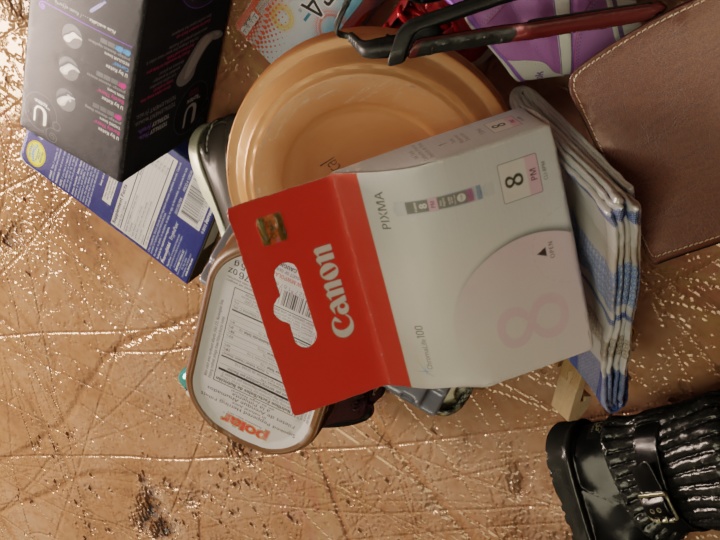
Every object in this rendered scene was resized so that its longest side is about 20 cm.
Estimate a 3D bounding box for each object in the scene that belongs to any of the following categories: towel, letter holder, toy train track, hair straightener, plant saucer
[{"bbox_3d":[0.141,-0.012,0.807,0.200,0.024,0.147,81,163,-44],"label":"towel"},{"bbox_3d":[0.246,-0.111,0.713,0.200,0.101,0.142,-21,102,39],"label":"letter holder"},{"bbox_3d":[0.181,0.020,0.870,0.115,0.033,0.200,47,135,49],"label":"toy train track"},{"bbox_3d":[0.077,-0.172,0.716,0.200,0.041,0.077,-8,96,16],"label":"hair straightener"},{"bbox_3d":[0.008,-0.061,0.794,0.200,0.032,0.200,3,116,7],"label":"plant saucer"}]

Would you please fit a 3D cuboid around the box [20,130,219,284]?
[{"bbox_3d":[-0.206,-0.091,1.052,0.200,0.032,0.121,35,129,8],"label":"box"}]

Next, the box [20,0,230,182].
[{"bbox_3d":[-0.177,-0.191,0.916,0.106,0.122,0.200,29,128,15],"label":"box"}]

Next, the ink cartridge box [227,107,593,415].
[{"bbox_3d":[0.037,0.006,0.751,0.057,0.200,0.163,-131,23,-62],"label":"ink cartridge box"}]

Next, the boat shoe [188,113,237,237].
[{"bbox_3d":[-0.073,-0.032,0.974,0.061,0.072,0.201,-12,108,48],"label":"boat shoe"}]

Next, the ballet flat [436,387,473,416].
[{"bbox_3d":[0.056,0.029,0.932,0.072,0.072,0.200,5,120,30],"label":"ballet flat"}]

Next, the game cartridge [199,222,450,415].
[{"bbox_3d":[0.000,0.000,0.872,0.200,0.041,0.133,30,88,6],"label":"game cartridge"}]

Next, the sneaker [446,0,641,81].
[{"bbox_3d":[0.098,-0.213,0.737,0.114,0.073,0.201,-15,109,10],"label":"sneaker"}]

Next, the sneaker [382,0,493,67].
[{"bbox_3d":[0.033,-0.143,0.816,0.078,0.116,0.200,36,130,10],"label":"sneaker"}]

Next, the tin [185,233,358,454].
[{"bbox_3d":[-0.062,0.051,0.837,0.112,0.042,0.200,27,130,10],"label":"tin"}]

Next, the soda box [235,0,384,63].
[{"bbox_3d":[-0.004,-0.222,0.828,0.068,0.064,0.200,46,131,1],"label":"soda box"}]

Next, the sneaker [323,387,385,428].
[{"bbox_3d":[-0.008,0.082,0.983,0.200,0.115,0.076,-31,62,44],"label":"sneaker"}]

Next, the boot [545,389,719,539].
[{"bbox_3d":[0.245,0.195,0.905,0.158,0.079,0.211,-15,108,37],"label":"boot"}]

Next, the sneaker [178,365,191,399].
[{"bbox_3d":[-0.077,0.016,0.933,0.080,0.078,0.200,40,96,-6],"label":"sneaker"}]
